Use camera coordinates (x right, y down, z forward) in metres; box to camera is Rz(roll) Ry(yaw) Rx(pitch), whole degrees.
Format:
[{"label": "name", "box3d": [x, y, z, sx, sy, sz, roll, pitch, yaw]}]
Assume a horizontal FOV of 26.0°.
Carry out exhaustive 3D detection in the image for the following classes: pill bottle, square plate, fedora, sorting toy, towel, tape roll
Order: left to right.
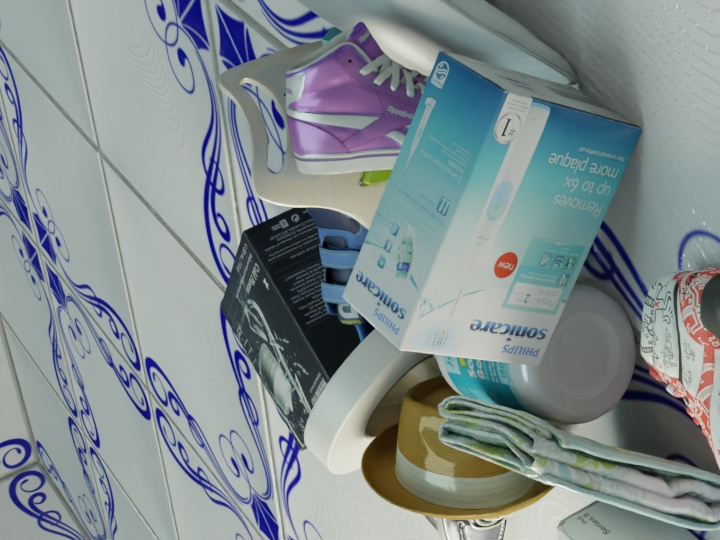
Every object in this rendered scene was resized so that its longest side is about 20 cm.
[{"label": "sorting toy", "box3d": [-0.028, -0.129, 1.358, 0.202, 0.178, 0.107, 70, 154, 18]}, {"label": "tape roll", "box3d": [0.031, 0.105, 1.466, 0.037, 0.202, 0.204, 43, 151, 21]}, {"label": "square plate", "box3d": [0.048, -0.197, 1.223, 0.199, 0.029, 0.198, 28, 172, -24]}, {"label": "fedora", "box3d": [0.091, 0.147, 1.401, 0.200, 0.199, 0.083, 29, 130, 55]}, {"label": "pill bottle", "box3d": [0.133, 0.063, 1.310, 0.200, 0.110, 0.112, 4, 115, 65]}, {"label": "towel", "box3d": [0.176, 0.150, 1.231, 0.171, 0.198, 0.049, 13, 84, 63]}]

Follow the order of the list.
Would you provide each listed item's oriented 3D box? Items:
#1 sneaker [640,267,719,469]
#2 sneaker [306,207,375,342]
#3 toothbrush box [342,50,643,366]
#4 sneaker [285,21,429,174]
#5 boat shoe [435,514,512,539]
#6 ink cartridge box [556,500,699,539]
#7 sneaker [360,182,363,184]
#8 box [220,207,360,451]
[{"label": "sneaker", "box3d": [0.261, 0.094, 1.115, 0.108, 0.067, 0.204, 8, 115, 65]}, {"label": "sneaker", "box3d": [0.000, 0.000, 1.444, 0.073, 0.082, 0.201, 8, 140, 46]}, {"label": "toothbrush box", "box3d": [0.095, -0.041, 1.144, 0.085, 0.145, 0.202, 41, 114, 47]}, {"label": "sneaker", "box3d": [0.035, -0.143, 1.249, 0.073, 0.198, 0.116, -80, -18, -68]}, {"label": "boat shoe", "box3d": [0.121, 0.230, 1.545, 0.093, 0.074, 0.202, 42, 148, 56]}, {"label": "ink cartridge box", "box3d": [0.246, 0.308, 1.329, 0.145, 0.087, 0.202, 37, 146, 49]}, {"label": "sneaker", "box3d": [0.020, -0.062, 1.514, 0.199, 0.072, 0.072, -20, 84, 59]}, {"label": "box", "box3d": [-0.046, 0.057, 1.699, 0.198, 0.123, 0.200, 57, 156, 16]}]
